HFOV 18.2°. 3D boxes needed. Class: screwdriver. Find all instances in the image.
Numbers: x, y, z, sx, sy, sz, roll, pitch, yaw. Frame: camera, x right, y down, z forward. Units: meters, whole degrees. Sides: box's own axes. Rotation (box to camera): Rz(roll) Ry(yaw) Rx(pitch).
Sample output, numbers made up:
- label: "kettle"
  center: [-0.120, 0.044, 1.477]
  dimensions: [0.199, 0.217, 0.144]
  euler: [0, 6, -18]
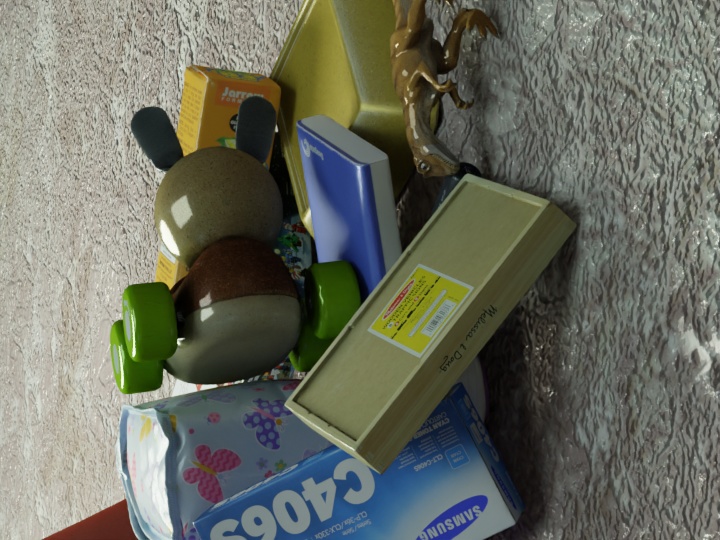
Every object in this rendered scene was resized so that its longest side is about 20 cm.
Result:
- label: "screwdriver"
  center: [0.053, 0.007, 1.576]
  dimensions: [0.029, 0.028, 0.201]
  euler: [36, 134, 28]

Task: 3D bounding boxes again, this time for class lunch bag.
- label: "lunch bag"
  center: [-0.086, 0.145, 1.683]
  dimensions: [0.200, 0.168, 0.128]
  euler: [-175, 80, -72]

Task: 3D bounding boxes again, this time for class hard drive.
- label: "hard drive"
  center: [0.000, 0.000, 1.617]
  dimensions: [0.132, 0.025, 0.201]
  euler: [-142, 40, -62]

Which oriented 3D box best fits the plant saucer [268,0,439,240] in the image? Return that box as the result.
- label: "plant saucer"
  center: [-0.016, -0.132, 1.703]
  dimensions: [0.200, 0.048, 0.201]
  euler: [118, 145, -48]

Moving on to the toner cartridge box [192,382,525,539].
- label: "toner cartridge box"
  center: [-0.002, 0.161, 1.471]
  dimensions: [0.095, 0.199, 0.043]
  euler: [61, -164, -2]

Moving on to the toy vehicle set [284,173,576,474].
- label: "toy vehicle set"
  center: [0.042, 0.030, 1.444]
  dimensions: [0.200, 0.026, 0.124]
  euler: [-51, 24, -5]

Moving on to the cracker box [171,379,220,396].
- label: "cracker box"
  center: [-0.125, 0.161, 1.933]
  dimensions: [0.134, 0.057, 0.201]
  euler: [-113, 33, -42]

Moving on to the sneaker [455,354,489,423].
- label: "sneaker"
  center: [0.033, 0.115, 1.514]
  dimensions: [0.075, 0.099, 0.202]
  euler: [179, 92, -72]

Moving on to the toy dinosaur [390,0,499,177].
- label: "toy dinosaur"
  center: [0.038, -0.159, 1.541]
  dimensions: [0.106, 0.060, 0.201]
  euler: [-45, 40, 41]

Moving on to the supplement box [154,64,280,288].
- label: "supplement box"
  center: [-0.114, -0.056, 1.765]
  dimensions: [0.069, 0.066, 0.202]
  euler: [-147, 64, -70]

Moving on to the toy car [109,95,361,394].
- label: "toy car"
  center: [-0.104, -0.028, 1.629]
  dimensions: [0.158, 0.163, 0.201]
  euler: [123, 138, -67]

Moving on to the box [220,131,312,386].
- label: "box"
  center: [-0.079, 0.007, 1.810]
  dimensions: [0.137, 0.037, 0.201]
  euler: [119, 155, -46]

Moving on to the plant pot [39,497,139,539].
- label: "plant pot"
  center: [-0.145, 0.282, 1.779]
  dimensions: [0.176, 0.199, 0.201]
  euler: [-19, 93, 48]
